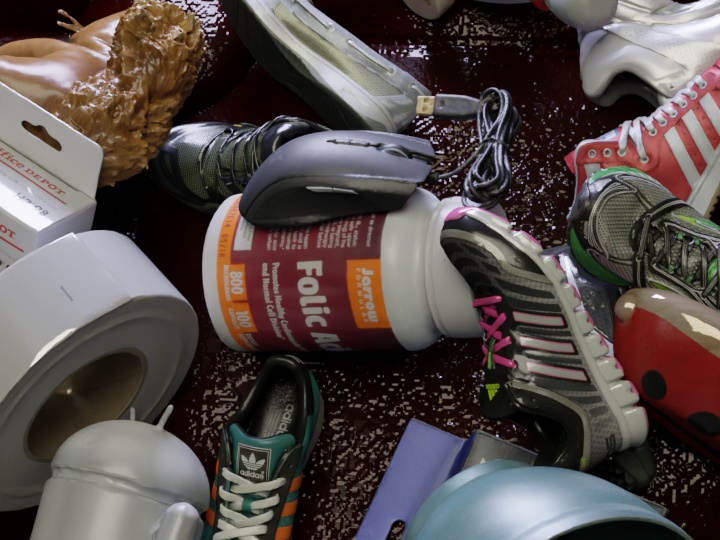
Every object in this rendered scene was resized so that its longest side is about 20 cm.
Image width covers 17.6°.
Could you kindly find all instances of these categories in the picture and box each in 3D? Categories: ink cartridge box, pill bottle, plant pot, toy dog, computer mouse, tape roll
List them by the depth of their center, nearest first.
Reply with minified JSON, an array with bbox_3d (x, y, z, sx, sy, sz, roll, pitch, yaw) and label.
[{"bbox_3d":[0.105,0.203,1.472,0.199,0.201,0.134,-32,39,-7],"label":"plant pot"},{"bbox_3d":[0.082,0.214,1.582,0.199,0.047,0.199,21,71,14],"label":"ink cartridge box"},{"bbox_3d":[-0.208,0.070,1.603,0.202,0.203,0.071,-40,66,-11],"label":"tape roll"},{"bbox_3d":[0.014,-0.089,1.609,0.198,0.046,0.141,-4,34,20],"label":"computer mouse"},{"bbox_3d":[0.000,0.000,1.631,0.198,0.114,0.115,-2,64,24],"label":"pill bottle"},{"bbox_3d":[-0.259,-0.020,1.653,0.115,0.201,0.067,31,37,21],"label":"ink cartridge box"},{"bbox_3d":[0.104,-0.240,1.731,0.199,0.097,0.132,1,50,36],"label":"toy dog"}]

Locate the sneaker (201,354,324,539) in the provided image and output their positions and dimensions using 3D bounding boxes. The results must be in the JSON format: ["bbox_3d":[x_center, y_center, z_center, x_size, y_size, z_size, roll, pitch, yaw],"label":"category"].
[{"bbox_3d":[-0.076,0.151,1.612,0.071,0.080,0.201,8,67,12],"label":"sneaker"}]

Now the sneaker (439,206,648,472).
[{"bbox_3d":[0.105,0.053,1.520,0.087,0.074,0.201,-38,100,-19],"label":"sneaker"}]

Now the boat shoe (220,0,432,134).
[{"bbox_3d":[-0.035,-0.174,1.766,0.065,0.075,0.202,-40,70,-18],"label":"boat shoe"}]

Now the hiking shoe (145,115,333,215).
[{"bbox_3d":[-0.067,-0.085,1.710,0.198,0.101,0.076,8,66,12],"label":"hiking shoe"}]

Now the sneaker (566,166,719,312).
[{"bbox_3d":[0.224,-0.011,1.579,0.085,0.199,0.079,20,86,61],"label":"sneaker"}]

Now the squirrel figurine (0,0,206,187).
[{"bbox_3d":[-0.185,-0.131,1.717,0.199,0.142,0.186,-1,26,41],"label":"squirrel figurine"}]

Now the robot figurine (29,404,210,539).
[{"bbox_3d":[-0.168,0.188,1.582,0.169,0.112,0.202,0,71,50],"label":"robot figurine"}]

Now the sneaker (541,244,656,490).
[{"bbox_3d":[0.170,0.057,1.626,0.090,0.067,0.201,-26,59,-4],"label":"sneaker"}]

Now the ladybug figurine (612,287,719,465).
[{"bbox_3d":[0.242,0.083,1.556,0.199,0.136,0.072,35,79,-13],"label":"ladybug figurine"}]

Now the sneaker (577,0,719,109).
[{"bbox_3d":[0.255,-0.151,1.717,0.198,0.078,0.100,-1,71,18],"label":"sneaker"}]

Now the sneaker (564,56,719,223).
[{"bbox_3d":[0.216,-0.103,1.658,0.112,0.071,0.201,24,94,5],"label":"sneaker"}]
